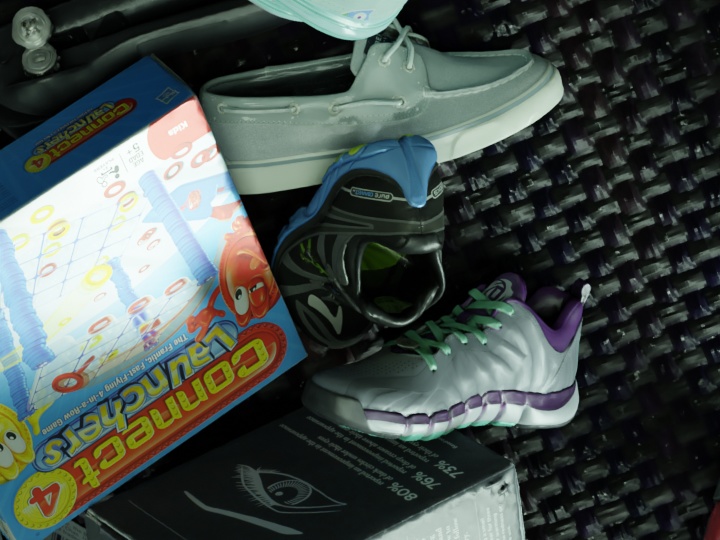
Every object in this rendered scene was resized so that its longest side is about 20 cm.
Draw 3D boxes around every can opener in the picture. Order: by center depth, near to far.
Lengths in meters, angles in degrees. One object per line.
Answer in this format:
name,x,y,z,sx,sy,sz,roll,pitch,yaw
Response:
can opener,-0.116,-0.134,1.403,0.199,0.079,0.064,-23,74,5

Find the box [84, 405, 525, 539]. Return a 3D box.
box,-0.028,0.162,1.432,0.199,0.148,0.105,-24,120,-28

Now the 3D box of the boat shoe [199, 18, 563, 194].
boat shoe,0.008,-0.097,1.408,0.200,0.070,0.072,-13,117,6

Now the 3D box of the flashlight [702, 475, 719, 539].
flashlight,0.217,0.209,1.499,0.068,0.068,0.201,20,77,-21

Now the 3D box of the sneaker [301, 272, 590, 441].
sneaker,0.048,0.041,1.439,0.199,0.074,0.088,-2,108,-46

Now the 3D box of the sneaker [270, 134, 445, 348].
sneaker,0.000,0.000,1.404,0.070,0.083,0.200,-7,159,-18

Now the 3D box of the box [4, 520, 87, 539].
box,-0.175,0.274,1.545,0.183,0.105,0.200,32,108,-13

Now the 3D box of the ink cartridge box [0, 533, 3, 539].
ink cartridge box,-0.272,0.224,1.465,0.197,0.201,0.047,-33,149,24

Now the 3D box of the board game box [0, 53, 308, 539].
board game box,-0.148,0.020,1.392,0.200,0.056,0.196,-35,131,-14

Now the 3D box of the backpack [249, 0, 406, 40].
backpack,-0.021,-0.213,1.287,0.176,0.200,0.153,37,124,-18
